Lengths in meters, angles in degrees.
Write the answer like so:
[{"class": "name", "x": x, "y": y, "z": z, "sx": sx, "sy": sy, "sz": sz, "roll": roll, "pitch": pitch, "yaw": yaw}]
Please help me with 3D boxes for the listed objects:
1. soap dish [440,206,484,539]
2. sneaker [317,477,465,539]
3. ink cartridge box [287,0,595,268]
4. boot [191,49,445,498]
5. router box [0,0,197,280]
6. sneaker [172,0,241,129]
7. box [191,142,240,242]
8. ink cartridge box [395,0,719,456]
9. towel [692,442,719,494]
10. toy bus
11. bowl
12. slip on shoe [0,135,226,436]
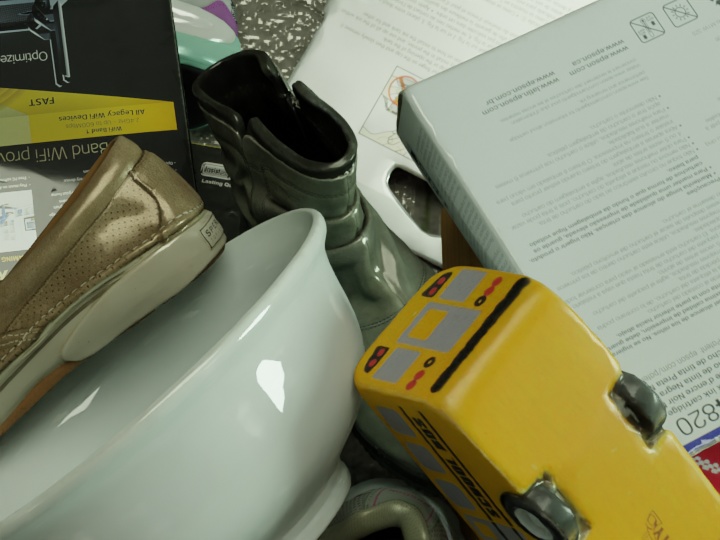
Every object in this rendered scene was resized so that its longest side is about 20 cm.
[{"class": "soap dish", "x": 0.117, "y": 0.053, "z": 1.047, "sx": 0.157, "sy": 0.081, "sz": 0.201, "roll": 1, "pitch": 63, "yaw": -3}, {"class": "sneaker", "x": -0.021, "y": 0.166, "z": 0.955, "sx": 0.081, "sy": 0.088, "sz": 0.201, "roll": 19, "pitch": 75, "yaw": 9}, {"class": "ink cartridge box", "x": 0.070, "y": -0.078, "z": 1.169, "sx": 0.200, "sy": 0.044, "sz": 0.174, "roll": 28, "pitch": 83, "yaw": 13}, {"class": "boot", "x": 0.000, "y": 0.000, "z": 0.971, "sx": 0.068, "sy": 0.131, "sz": 0.200, "roll": -35, "pitch": 46, "yaw": -18}, {"class": "router box", "x": -0.172, "y": -0.049, "z": 1.052, "sx": 0.199, "sy": 0.052, "sz": 0.158, "roll": -6, "pitch": 66, "yaw": -7}, {"class": "sneaker", "x": -0.155, "y": -0.142, "z": 1.178, "sx": 0.199, "sy": 0.078, "sz": 0.140, "roll": 8, "pitch": 53, "yaw": -9}, {"class": "box", "x": -0.120, "y": 0.012, "z": 1.089, "sx": 0.199, "sy": 0.049, "sz": 0.160, "roll": 10, "pitch": 58, "yaw": 2}, {"class": "ink cartridge box", "x": 0.147, "y": -0.030, "z": 1.003, "sx": 0.199, "sy": 0.041, "sz": 0.200, "roll": -25, "pitch": 64, "yaw": -15}, {"class": "towel", "x": 0.165, "y": 0.024, "z": 1.008, "sx": 0.144, "sy": 0.023, "sz": 0.200, "roll": 19, "pitch": 62, "yaw": 8}, {"class": "toy bus", "x": 0.087, "y": 0.091, "z": 0.901, "sx": 0.065, "sy": 0.200, "sz": 0.078, "roll": -50, "pitch": 28, "yaw": -20}, {"class": "bowl", "x": -0.067, "y": 0.074, "z": 0.917, "sx": 0.090, "sy": 0.201, "sz": 0.201, "roll": 50, "pitch": 61, "yaw": -11}, {"class": "slip on shoe", "x": -0.147, "y": 0.026, "z": 0.969, "sx": 0.200, "sy": 0.076, "sz": 0.061, "roll": -37, "pitch": 102, "yaw": 11}]
